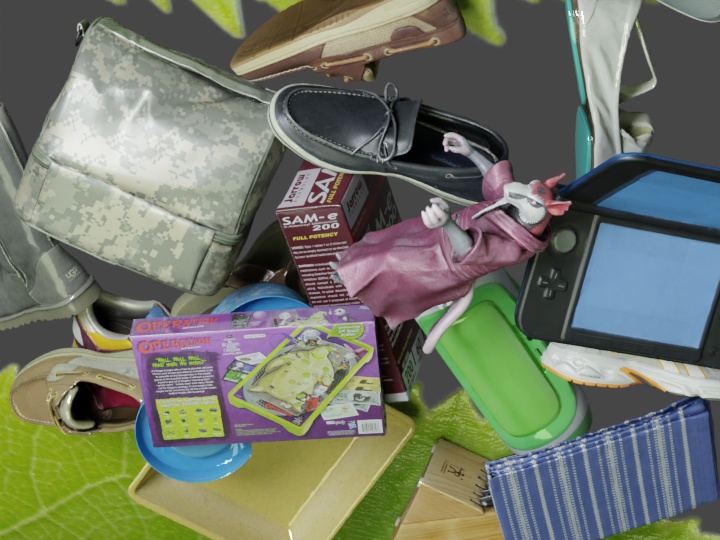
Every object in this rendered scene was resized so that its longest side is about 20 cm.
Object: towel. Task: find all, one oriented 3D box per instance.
[{"bbox_3d":[0.211,0.181,1.443,0.198,0.024,0.145,-17,135,2],"label":"towel"}]

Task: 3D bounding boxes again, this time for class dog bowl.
[{"bbox_3d":[-0.111,0.092,1.446,0.111,0.050,0.200,38,103,-26],"label":"dog bowl"}]

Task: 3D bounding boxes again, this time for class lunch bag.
[{"bbox_3d":[-0.160,-0.097,1.370,0.198,0.140,0.169,24,116,-1],"label":"lunch bag"}]

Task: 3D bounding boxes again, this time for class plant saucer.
[{"bbox_3d":[-0.083,0.161,1.543,0.199,0.049,0.201,30,108,-24],"label":"plant saucer"}]

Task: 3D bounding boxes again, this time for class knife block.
[{"bbox_3d":[0.128,0.241,1.564,0.174,0.064,0.201,26,132,3],"label":"knife block"}]

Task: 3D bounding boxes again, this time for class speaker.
[{"bbox_3d":[0.116,0.067,1.417,0.088,0.089,0.201,-20,117,34],"label":"speaker"}]

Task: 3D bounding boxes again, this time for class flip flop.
[{"bbox_3d":[-0.094,0.020,1.482,0.199,0.058,0.081,-29,112,29],"label":"flip flop"}]

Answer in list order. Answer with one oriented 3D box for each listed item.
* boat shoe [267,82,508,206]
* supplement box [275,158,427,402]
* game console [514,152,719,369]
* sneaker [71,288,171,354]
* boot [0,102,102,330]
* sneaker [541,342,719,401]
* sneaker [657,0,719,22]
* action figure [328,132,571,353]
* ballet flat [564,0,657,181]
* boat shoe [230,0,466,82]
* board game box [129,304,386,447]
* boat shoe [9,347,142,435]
[{"bbox_3d":[0.026,-0.107,1.312,0.198,0.075,0.062,18,152,-5],"label":"boat shoe"},{"bbox_3d":[0.000,0.000,1.396,0.060,0.109,0.201,-6,125,22],"label":"supplement box"},{"bbox_3d":[0.236,-0.003,1.233,0.198,0.118,0.172,10,105,-16],"label":"game console"},{"bbox_3d":[-0.178,0.082,1.562,0.198,0.075,0.091,21,137,5],"label":"sneaker"},{"bbox_3d":[-0.333,-0.048,1.528,0.181,0.073,0.201,-12,119,42],"label":"boot"},{"bbox_3d":[0.249,0.051,1.357,0.198,0.076,0.093,6,97,0],"label":"sneaker"},{"bbox_3d":[0.175,-0.219,1.136,0.199,0.121,0.084,37,132,-8],"label":"sneaker"},{"bbox_3d":[0.079,-0.012,1.236,0.199,0.134,0.150,-20,113,38],"label":"action figure"},{"bbox_3d":[0.190,-0.123,1.253,0.069,0.070,0.202,6,128,19],"label":"ballet flat"},{"bbox_3d":[-0.009,-0.173,1.291,0.198,0.072,0.072,-17,121,29],"label":"boat shoe"},{"bbox_3d":[-0.081,0.088,1.374,0.198,0.032,0.121,-3,129,4],"label":"board game box"},{"bbox_3d":[-0.253,0.115,1.540,0.198,0.066,0.075,-11,116,32],"label":"boat shoe"}]
